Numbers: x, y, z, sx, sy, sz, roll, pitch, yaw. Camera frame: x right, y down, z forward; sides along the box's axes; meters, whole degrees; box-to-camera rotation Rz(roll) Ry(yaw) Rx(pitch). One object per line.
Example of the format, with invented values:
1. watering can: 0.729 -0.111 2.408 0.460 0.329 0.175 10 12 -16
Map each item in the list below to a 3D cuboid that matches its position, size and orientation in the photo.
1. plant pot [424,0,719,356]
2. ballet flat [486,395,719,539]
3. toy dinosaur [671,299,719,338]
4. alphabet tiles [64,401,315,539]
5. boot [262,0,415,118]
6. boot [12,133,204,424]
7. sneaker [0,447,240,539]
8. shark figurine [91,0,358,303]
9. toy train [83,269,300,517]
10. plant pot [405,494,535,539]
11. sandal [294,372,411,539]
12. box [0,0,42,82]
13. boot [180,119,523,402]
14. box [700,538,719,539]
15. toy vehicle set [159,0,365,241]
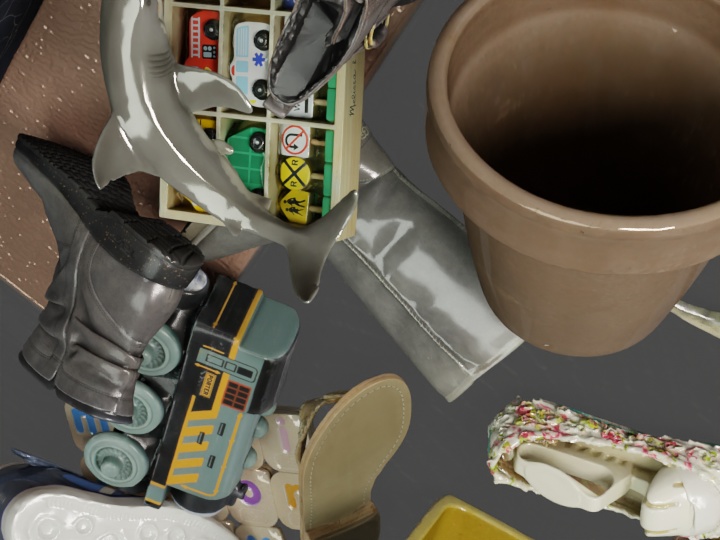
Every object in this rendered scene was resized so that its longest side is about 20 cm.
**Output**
1. plant pot: 0.131 -0.047 1.155 0.200 0.200 0.175 22 146 14
2. ballet flat: 0.169 0.135 1.305 0.200 0.064 0.076 13 123 20
3. toy dinosaur: 0.270 0.065 1.222 0.200 0.047 0.088 9 108 23
4. alphabet tiles: -0.116 0.135 1.486 0.200 0.015 0.196 3 120 27
5. boot: 0.027 -0.182 1.113 0.069 0.174 0.200 34 129 5
6. boot: -0.190 0.003 1.337 0.200 0.070 0.132 43 111 46
7. sneaker: -0.184 0.188 1.509 0.200 0.081 0.146 19 178 -23
8. shark figurine: -0.106 -0.061 1.206 0.215 0.089 0.128 52 143 -3
9. toy train: -0.114 0.085 1.397 0.114 0.085 0.200 21 127 3
10. plant pot: 0.074 0.302 1.347 0.194 0.195 0.200 28 114 10
11. sandal: -0.021 0.120 1.394 0.070 0.078 0.212 56 153 34
12. box: -0.296 -0.155 1.283 0.124 0.200 0.197 39 129 0
13. boot: -0.001 0.002 1.317 0.200 0.073 0.182 45 130 -11
14. box: 0.297 0.213 1.285 0.200 0.064 0.070 -1 118 29
15. toy vehicle set: -0.058 -0.124 1.244 0.124 0.027 0.200 7 101 25
